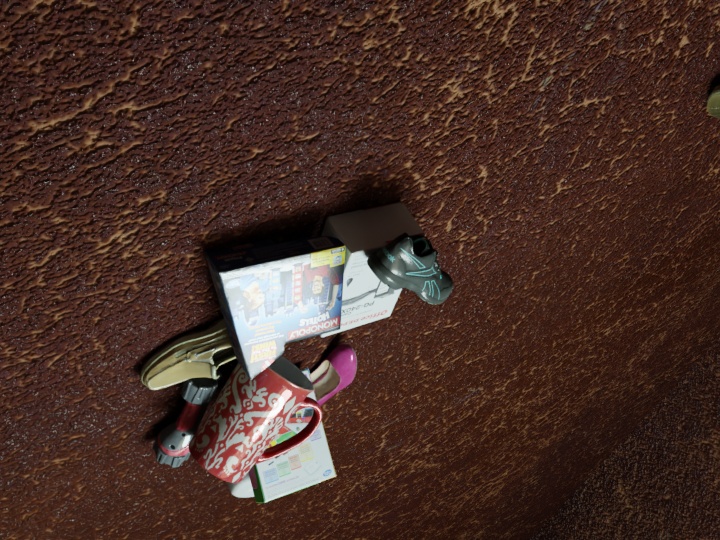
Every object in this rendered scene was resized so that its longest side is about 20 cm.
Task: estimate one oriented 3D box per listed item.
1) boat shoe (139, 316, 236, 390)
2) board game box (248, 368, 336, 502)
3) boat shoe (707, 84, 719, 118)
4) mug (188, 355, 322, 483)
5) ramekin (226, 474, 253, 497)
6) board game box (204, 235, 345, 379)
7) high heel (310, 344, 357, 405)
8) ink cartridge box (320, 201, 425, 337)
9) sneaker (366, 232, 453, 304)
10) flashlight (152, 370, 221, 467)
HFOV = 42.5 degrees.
[{"bbox_3d":[-0.243,0.136,1.433,0.199,0.076,0.072,-30,151,-6],"label":"boat shoe"},{"bbox_3d":[-0.138,0.291,1.649,0.152,0.202,0.040,-11,175,-34],"label":"board game box"},{"bbox_3d":[0.708,-0.319,1.748,0.200,0.073,0.064,14,82,-48],"label":"boat shoe"},{"bbox_3d":[-0.169,0.250,1.529,0.201,0.177,0.133,-54,179,4],"label":"mug"},{"bbox_3d":[-0.170,0.354,1.754,0.198,0.099,0.201,-17,158,-7],"label":"ramekin"},{"bbox_3d":[-0.126,0.054,1.372,0.198,0.062,0.202,-12,126,-26],"label":"board game box"},{"bbox_3d":[-0.077,0.207,1.716,0.095,0.068,0.200,-24,164,-38],"label":"high heel"},{"bbox_3d":[0.000,0.000,1.470,0.144,0.084,0.201,-15,144,-31],"label":"ink cartridge box"},{"bbox_3d":[0.095,-0.004,1.404,0.079,0.076,0.199,-49,148,16],"label":"sneaker"},{"bbox_3d":[-0.296,0.246,1.558,0.067,0.068,0.201,21,127,-7],"label":"flashlight"}]
